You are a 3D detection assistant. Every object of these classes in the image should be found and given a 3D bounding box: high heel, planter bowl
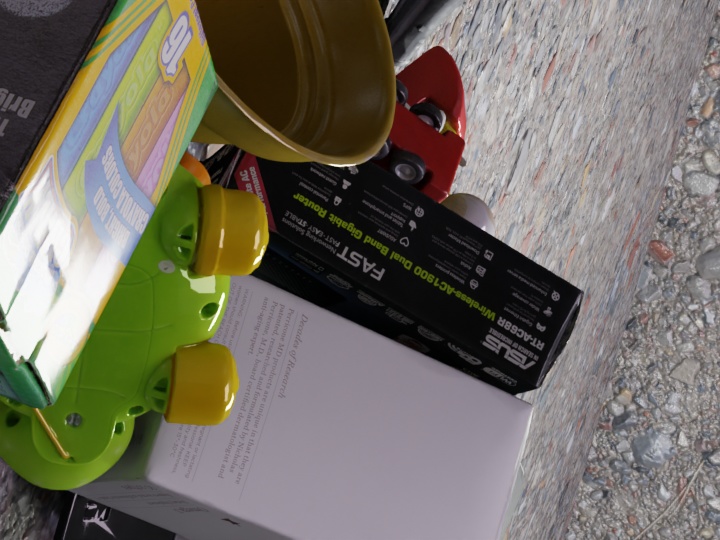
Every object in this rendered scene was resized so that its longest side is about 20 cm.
[{"bbox_3d":[0.072,-0.225,1.219,0.143,0.071,0.201,-47,-159,52],"label":"high heel"},{"bbox_3d":[-0.075,-0.121,0.939,0.200,0.083,0.201,41,34,-36],"label":"planter bowl"}]

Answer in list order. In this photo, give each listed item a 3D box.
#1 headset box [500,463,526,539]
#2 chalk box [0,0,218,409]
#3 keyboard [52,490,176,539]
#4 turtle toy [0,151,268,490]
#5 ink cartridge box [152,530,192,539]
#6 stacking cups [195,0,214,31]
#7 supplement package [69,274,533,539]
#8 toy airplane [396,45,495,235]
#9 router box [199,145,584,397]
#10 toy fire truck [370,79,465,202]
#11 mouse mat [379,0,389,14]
[{"bbox_3d":[0.005,0.184,1.476,0.093,0.199,0.175,64,46,-70],"label":"headset box"},{"bbox_3d":[-0.153,-0.036,0.760,0.124,0.124,0.201,78,35,-63],"label":"chalk box"},{"bbox_3d":[-0.169,0.200,1.112,0.127,0.021,0.201,9,101,-42],"label":"keyboard"},{"bbox_3d":[-0.126,0.017,0.939,0.101,0.145,0.201,-108,-153,-61],"label":"turtle toy"},{"bbox_3d":[-0.077,0.076,1.201,0.059,0.104,0.201,-14,-131,61],"label":"ink cartridge box"},{"bbox_3d":[-0.106,-0.067,1.023,0.060,0.060,0.201,-3,110,-75],"label":"stacking cups"},{"bbox_3d":[-0.032,0.090,1.082,0.117,0.199,0.118,-15,-126,60],"label":"supplement package"},{"bbox_3d":[0.015,-0.034,1.351,0.200,0.141,0.200,-38,145,-65],"label":"toy airplane"},{"bbox_3d":[0.000,0.000,1.128,0.062,0.199,0.150,-62,-169,-17],"label":"router box"},{"bbox_3d":[-0.017,-0.054,1.201,0.141,0.200,0.049,-38,-156,44],"label":"toy fire truck"},{"bbox_3d":[0.030,-0.244,1.231,0.161,0.007,0.201,-96,-155,-60],"label":"mouse mat"}]
